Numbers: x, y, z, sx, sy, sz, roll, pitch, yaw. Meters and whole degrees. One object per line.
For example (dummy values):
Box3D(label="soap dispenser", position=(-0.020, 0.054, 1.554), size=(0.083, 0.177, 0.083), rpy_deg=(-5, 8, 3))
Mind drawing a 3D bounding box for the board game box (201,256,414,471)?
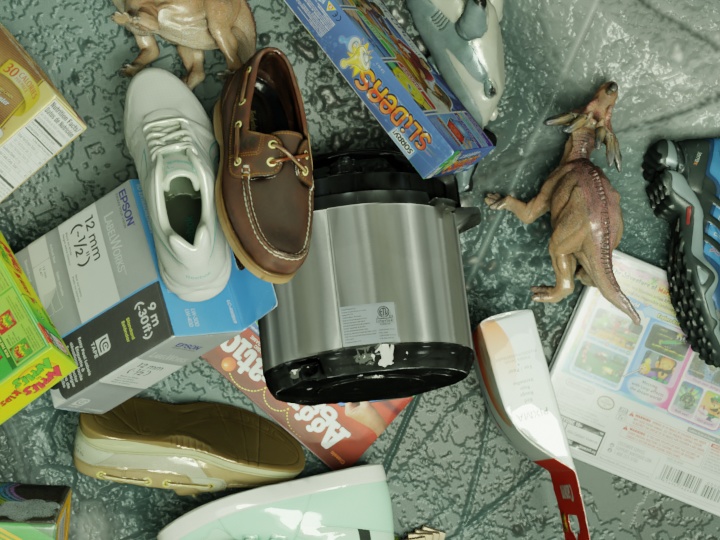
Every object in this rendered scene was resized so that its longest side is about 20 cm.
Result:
Box3D(label="board game box", position=(-0.057, 0.076, 1.577), size=(0.200, 0.019, 0.103), rpy_deg=(41, 95, -9))

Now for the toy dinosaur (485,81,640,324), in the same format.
Box3D(label="toy dinosaur", position=(0.185, -0.056, 1.504), size=(0.086, 0.200, 0.136), rpy_deg=(4, 138, -29))

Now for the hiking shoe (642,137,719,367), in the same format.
Box3D(label="hiking shoe", position=(0.303, -0.020, 1.547), size=(0.087, 0.074, 0.200), rpy_deg=(-11, 86, -8))

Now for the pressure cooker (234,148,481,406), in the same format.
Box3D(label="pressure cooker", position=(0.001, -0.001, 1.481), size=(0.176, 0.178, 0.200), rpy_deg=(3, 74, -41))

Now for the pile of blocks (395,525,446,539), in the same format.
Box3D(label="pile of blocks", position=(0.072, 0.275, 1.595), size=(0.200, 0.062, 0.082), rpy_deg=(15, 97, -7))

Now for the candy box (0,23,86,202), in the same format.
Box3D(label="candy box", position=(-0.332, -0.095, 1.477), size=(0.200, 0.055, 0.115), rpy_deg=(-42, 56, 0))

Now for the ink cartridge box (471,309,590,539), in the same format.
Box3D(label="ink cartridge box", position=(0.136, 0.138, 1.508), size=(0.050, 0.162, 0.200), rpy_deg=(-12, 84, -2))

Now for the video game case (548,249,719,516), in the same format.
Box3D(label="video game case", position=(0.266, 0.098, 1.602), size=(0.200, 0.024, 0.182), rpy_deg=(22, 96, -6))

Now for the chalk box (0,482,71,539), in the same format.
Box3D(label="chalk box", position=(-0.349, 0.248, 1.530), size=(0.200, 0.125, 0.124), rpy_deg=(3, 98, -3))

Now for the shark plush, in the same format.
Box3D(label="shark plush", position=(0.080, -0.169, 1.547), size=(0.083, 0.091, 0.200), rpy_deg=(-1, 121, 15))

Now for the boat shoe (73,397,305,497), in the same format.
Box3D(label="boat shoe", position=(-0.148, 0.155, 1.560), size=(0.200, 0.074, 0.066), rpy_deg=(13, 126, -17))

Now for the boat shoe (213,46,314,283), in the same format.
Box3D(label="boat shoe", position=(-0.071, -0.085, 1.394), size=(0.070, 0.200, 0.070), rpy_deg=(13, 136, -33))

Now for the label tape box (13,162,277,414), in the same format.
Box3D(label="label tape box", position=(-0.174, 0.008, 1.467), size=(0.200, 0.066, 0.144), rpy_deg=(-31, 65, 28))

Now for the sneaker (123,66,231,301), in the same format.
Box3D(label="sneaker", position=(-0.139, -0.080, 1.417), size=(0.070, 0.080, 0.201), rpy_deg=(-14, 65, -7))

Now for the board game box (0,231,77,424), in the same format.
Box3D(label="board game box", position=(-0.319, 0.027, 1.478), size=(0.102, 0.048, 0.200), rpy_deg=(-36, 60, 2))

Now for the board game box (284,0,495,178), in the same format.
Box3D(label="board game box", position=(0.020, -0.164, 1.462), size=(0.034, 0.135, 0.200), rpy_deg=(-40, 83, 18))

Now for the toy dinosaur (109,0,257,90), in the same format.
Box3D(label="toy dinosaur", position=(-0.145, -0.222, 1.500), size=(0.200, 0.086, 0.136), rpy_deg=(24, 60, -23))

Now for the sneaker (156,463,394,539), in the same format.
Box3D(label="sneaker", position=(-0.064, 0.239, 1.536), size=(0.200, 0.074, 0.118), rpy_deg=(-12, 80, -8))
